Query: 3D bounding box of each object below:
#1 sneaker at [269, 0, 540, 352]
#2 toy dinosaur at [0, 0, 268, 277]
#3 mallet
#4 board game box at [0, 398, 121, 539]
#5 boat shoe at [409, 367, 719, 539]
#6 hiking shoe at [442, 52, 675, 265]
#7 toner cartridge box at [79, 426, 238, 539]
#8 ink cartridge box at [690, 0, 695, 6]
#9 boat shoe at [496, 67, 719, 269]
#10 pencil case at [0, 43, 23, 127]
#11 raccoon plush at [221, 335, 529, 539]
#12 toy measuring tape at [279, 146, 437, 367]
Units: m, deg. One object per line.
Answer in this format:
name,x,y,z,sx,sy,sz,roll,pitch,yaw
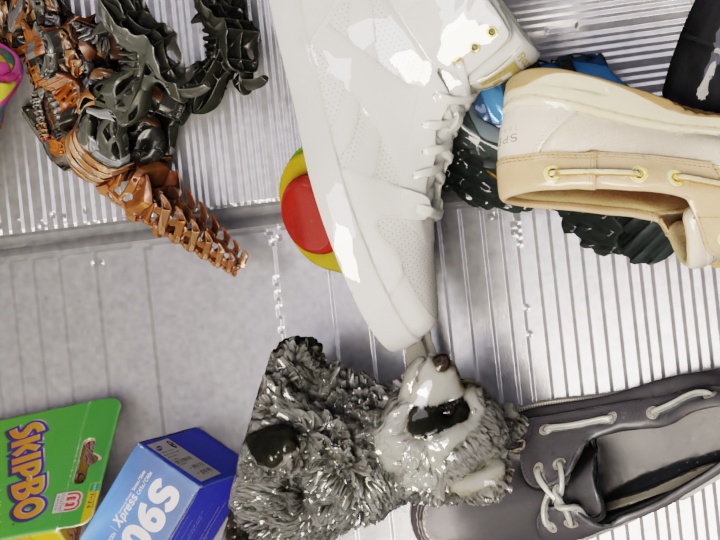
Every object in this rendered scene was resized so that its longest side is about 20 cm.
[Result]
sneaker,0.033,-0.070,0.979,0.115,0.074,0.202,-15,88,13
toy dinosaur,-0.118,-0.088,1.094,0.200,0.102,0.136,42,125,-3
mallet,0.234,-0.065,0.954,0.199,0.041,0.066,30,102,7
board game box,-0.221,0.125,1.110,0.199,0.096,0.030,-15,127,18
boat shoe,0.110,0.098,1.038,0.199,0.063,0.073,-20,88,15
hiking shoe,0.088,-0.075,1.049,0.199,0.075,0.087,27,67,20
toner cartridge box,-0.135,0.180,1.087,0.043,0.095,0.201,33,98,13
ink cartridge box,0.208,-0.170,1.007,0.117,0.067,0.201,-25,85,14
boat shoe,0.156,-0.034,0.949,0.198,0.074,0.070,14,78,2
pencil case,-0.246,-0.044,1.101,0.088,0.088,0.201,29,110,13
raccoon plush,0.005,0.113,1.052,0.133,0.201,0.097,16,50,1
toy measuring tape,0.000,0.000,1.072,0.073,0.074,0.201,-8,105,14
